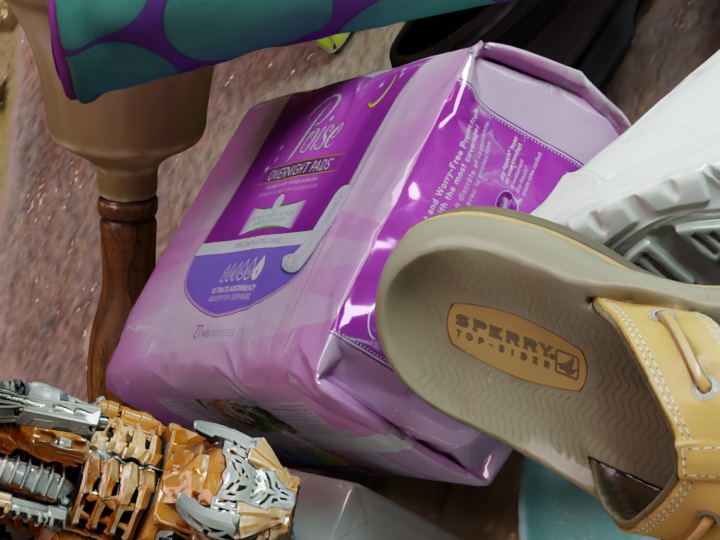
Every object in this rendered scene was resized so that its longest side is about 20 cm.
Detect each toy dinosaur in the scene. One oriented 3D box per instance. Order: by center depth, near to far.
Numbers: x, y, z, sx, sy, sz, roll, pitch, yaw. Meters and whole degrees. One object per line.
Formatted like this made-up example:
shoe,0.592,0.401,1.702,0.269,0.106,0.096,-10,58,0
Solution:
toy dinosaur,-0.117,0.060,0.843,0.200,0.136,0.102,27,64,15

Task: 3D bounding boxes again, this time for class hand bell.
hand bell,-0.081,-0.017,1.019,0.104,0.104,0.201,35,130,57

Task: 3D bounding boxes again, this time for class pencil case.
pencil case,-0.003,-0.113,0.889,0.092,0.199,0.085,-79,-22,-90

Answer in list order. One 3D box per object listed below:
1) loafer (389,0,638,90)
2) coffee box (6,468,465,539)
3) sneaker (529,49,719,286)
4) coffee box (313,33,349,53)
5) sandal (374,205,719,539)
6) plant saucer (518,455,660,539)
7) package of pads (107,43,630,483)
loafer,0.078,-0.133,0.963,0.072,0.063,0.200,21,81,56
coffee box,-0.054,0.121,0.916,0.200,0.080,0.113,7,71,54
sneaker,0.121,-0.042,0.774,0.200,0.078,0.099,-32,31,18
coffee box,-0.063,-0.238,1.107,0.200,0.200,0.198,-55,33,5
sandal,0.077,0.034,0.706,0.200,0.054,0.081,16,115,34
plant saucer,0.128,0.035,0.782,0.200,0.036,0.200,-33,37,30
package of pads,0.000,0.000,0.897,0.121,0.076,0.200,-63,19,-13
